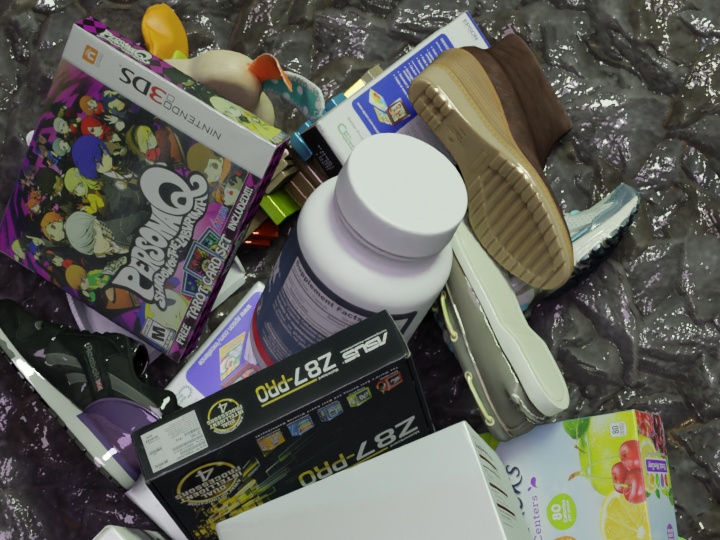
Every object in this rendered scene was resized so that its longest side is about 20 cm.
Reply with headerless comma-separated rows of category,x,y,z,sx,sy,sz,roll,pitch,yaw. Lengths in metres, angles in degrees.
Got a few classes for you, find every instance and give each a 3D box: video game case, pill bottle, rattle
video game case,-0.170,-0.059,1.006,0.180,0.036,0.202,31,115,6
pill bottle,0.000,0.000,0.970,0.118,0.201,0.121,13,48,-15
rattle,-0.101,-0.171,1.052,0.130,0.199,0.144,37,54,-20

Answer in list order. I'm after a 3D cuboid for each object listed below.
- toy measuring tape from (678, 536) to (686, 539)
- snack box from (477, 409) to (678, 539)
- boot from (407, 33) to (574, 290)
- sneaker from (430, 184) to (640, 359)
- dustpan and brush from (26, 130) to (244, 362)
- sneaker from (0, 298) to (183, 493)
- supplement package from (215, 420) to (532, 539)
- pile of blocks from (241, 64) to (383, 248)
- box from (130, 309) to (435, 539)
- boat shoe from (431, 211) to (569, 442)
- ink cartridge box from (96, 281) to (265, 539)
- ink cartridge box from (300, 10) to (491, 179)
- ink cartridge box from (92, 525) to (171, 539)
toy measuring tape,0.235,0.274,0.997,0.072,0.074,0.203,-5,76,0
snack box,0.150,0.216,0.983,0.167,0.067,0.203,-12,74,31
boot,0.134,-0.094,1.039,0.166,0.072,0.201,-27,83,-50
sneaker,0.136,-0.018,1.065,0.199,0.078,0.087,-36,76,-6
dustpan and brush,-0.206,-0.032,1.082,0.139,0.057,0.201,-39,79,-7
sneaker,-0.212,0.078,1.042,0.087,0.076,0.200,-42,64,-11
supplement package,0.034,0.242,0.898,0.189,0.147,0.202,-23,68,9
pile of blocks,-0.037,-0.082,1.079,0.200,0.082,0.062,-43,90,-6
box,-0.047,0.126,0.950,0.198,0.162,0.049,-26,56,-5
boat shoe,0.086,0.030,0.996,0.060,0.072,0.204,-38,60,24
ink cartridge box,-0.072,0.149,1.049,0.199,0.043,0.199,40,81,11
ink cartridge box,0.047,-0.124,1.074,0.200,0.037,0.095,-40,100,-32
ink cartridge box,-0.139,0.263,0.945,0.146,0.200,0.084,44,82,9
